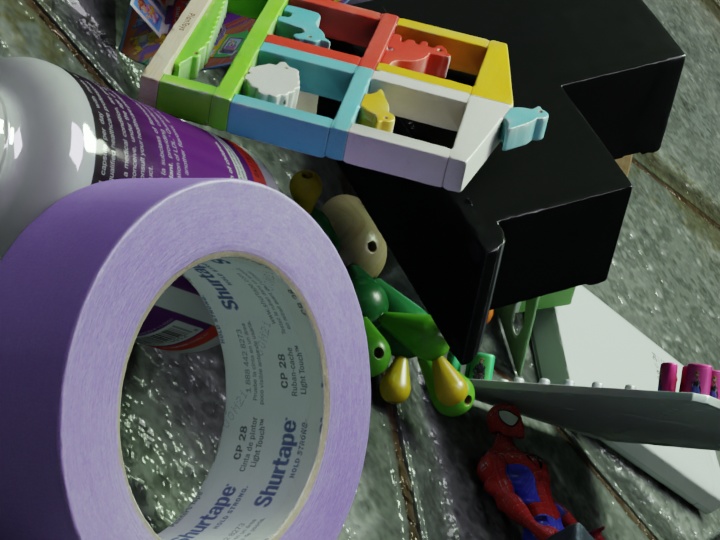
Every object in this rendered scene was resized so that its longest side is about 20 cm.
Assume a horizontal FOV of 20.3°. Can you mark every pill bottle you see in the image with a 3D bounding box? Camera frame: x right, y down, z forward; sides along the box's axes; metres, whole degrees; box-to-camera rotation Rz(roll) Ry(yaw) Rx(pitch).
[{"bbox_3d":[-0.135,-0.033,0.957,0.200,0.112,0.113,22,42,-50],"label":"pill bottle"}]

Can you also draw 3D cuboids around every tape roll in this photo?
[{"bbox_3d":[-0.081,0.059,0.887,0.200,0.066,0.200,-3,94,-52],"label":"tape roll"}]

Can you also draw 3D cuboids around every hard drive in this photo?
[{"bbox_3d":[0.195,0.086,1.490,0.200,0.027,0.132,36,33,-37],"label":"hard drive"}]

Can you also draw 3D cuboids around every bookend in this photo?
[{"bbox_3d":[0.106,-0.072,1.131,0.200,0.092,0.199,-16,51,-21],"label":"bookend"}]

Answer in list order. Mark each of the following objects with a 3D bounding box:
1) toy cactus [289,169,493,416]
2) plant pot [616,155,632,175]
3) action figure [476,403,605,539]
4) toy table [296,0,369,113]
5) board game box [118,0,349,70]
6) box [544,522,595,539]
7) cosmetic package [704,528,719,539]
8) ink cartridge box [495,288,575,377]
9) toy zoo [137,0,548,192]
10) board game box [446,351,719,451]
[{"bbox_3d":[0.000,0.000,1.195,0.200,0.102,0.165,32,23,-23],"label":"toy cactus"},{"bbox_3d":[0.078,-0.086,1.307,0.093,0.201,0.201,12,47,-34],"label":"plant pot"},{"bbox_3d":[0.120,0.171,1.240,0.065,0.052,0.200,14,45,-50],"label":"action figure"},{"bbox_3d":[-0.027,-0.194,1.283,0.200,0.184,0.117,34,-4,41],"label":"toy table"},{"bbox_3d":[-0.071,-0.205,1.186,0.039,0.158,0.200,58,30,-44],"label":"board game box"},{"bbox_3d":[0.125,0.278,1.043,0.200,0.117,0.197,46,28,-18],"label":"box"},{"bbox_3d":[0.309,0.240,1.296,0.200,0.123,0.199,55,-5,10],"label":"cosmetic package"},{"bbox_3d":[0.118,-0.039,1.403,0.059,0.104,0.200,-7,55,-12],"label":"ink cartridge box"},{"bbox_3d":[-0.001,-0.097,1.042,0.200,0.020,0.131,15,35,4],"label":"toy zoo"},{"bbox_3d":[0.182,0.085,1.273,0.200,0.200,0.026,21,76,-47],"label":"board game box"}]
